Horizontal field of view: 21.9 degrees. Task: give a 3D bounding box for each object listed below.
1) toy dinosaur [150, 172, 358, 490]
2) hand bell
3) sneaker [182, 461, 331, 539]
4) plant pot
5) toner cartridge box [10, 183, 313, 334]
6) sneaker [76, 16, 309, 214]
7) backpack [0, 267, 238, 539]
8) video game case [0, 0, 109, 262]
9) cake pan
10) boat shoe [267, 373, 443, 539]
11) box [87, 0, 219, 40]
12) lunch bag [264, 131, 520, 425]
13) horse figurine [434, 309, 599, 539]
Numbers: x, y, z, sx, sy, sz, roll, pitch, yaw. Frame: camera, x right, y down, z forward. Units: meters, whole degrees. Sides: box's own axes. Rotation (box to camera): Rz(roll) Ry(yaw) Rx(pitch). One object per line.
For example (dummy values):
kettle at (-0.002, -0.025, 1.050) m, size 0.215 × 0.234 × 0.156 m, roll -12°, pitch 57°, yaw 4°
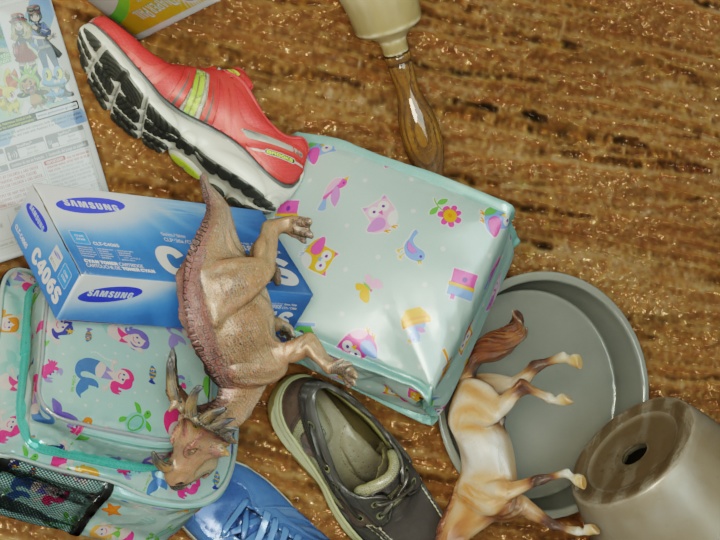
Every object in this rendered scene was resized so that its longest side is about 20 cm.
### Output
toy dinosaur at (-0.091, 0.036, 1.228) m, size 0.135 × 0.086 × 0.202 m, roll -16°, pitch 93°, yaw -33°
hand bell at (0.033, -0.163, 1.477) m, size 0.103 × 0.104 × 0.202 m, roll -26°, pitch 112°, yaw -22°
sneaker at (-0.054, 0.211, 1.397) m, size 0.200 × 0.111 × 0.077 m, roll 45°, pitch 72°, yaw -16°
plant pot at (0.263, 0.201, 1.480) m, size 0.200 × 0.199 × 0.174 m, roll -47°, pitch 113°, yaw -18°
toner cartridge box at (-0.137, -0.006, 1.303) m, size 0.199 × 0.095 × 0.043 m, roll 5°, pitch 128°, yaw -41°
sneaker at (-0.124, -0.127, 1.395) m, size 0.200 × 0.077 × 0.085 m, roll 39°, pitch 66°, yaw -10°
backpack at (-0.180, 0.095, 1.318) m, size 0.199 × 0.150 × 0.179 m, roll 25°, pitch 45°, yaw -28°
video game case at (-0.294, -0.091, 1.350) m, size 0.198 × 0.022 × 0.184 m, roll -19°, pitch 96°, yaw -22°
cake pan at (0.144, 0.102, 1.529) m, size 0.198 × 0.037 × 0.203 m, roll 1°, pitch 88°, yaw -24°
boat shoe at (0.006, 0.163, 1.450) m, size 0.200 × 0.065 × 0.073 m, roll 46°, pitch 70°, yaw -17°
box at (-0.142, -0.250, 1.324) m, size 0.101 × 0.200 × 0.113 m, roll 36°, pitch 75°, yaw -18°
lunch bag at (0.000, 0.000, 1.421) m, size 0.198 × 0.122 × 0.172 m, roll 22°, pitch 79°, yaw 13°
horse figurine at (0.112, 0.134, 1.443) m, size 0.050 × 0.131 × 0.202 m, roll 1°, pitch 82°, yaw -61°
